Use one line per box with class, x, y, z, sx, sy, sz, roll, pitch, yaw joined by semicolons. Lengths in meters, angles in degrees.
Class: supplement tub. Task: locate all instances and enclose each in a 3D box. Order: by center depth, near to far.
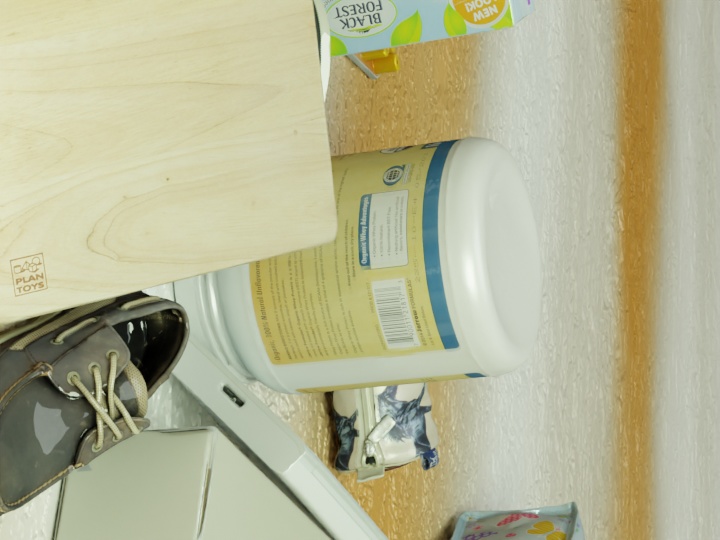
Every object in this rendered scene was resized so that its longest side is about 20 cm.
supplement tub;0.000;0.000;1.249;0.145;0.199;0.146;-6;90;-69

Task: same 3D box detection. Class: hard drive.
hard drive;-0.040;0.124;1.236;0.026;0.132;0.200;-45;142;-7

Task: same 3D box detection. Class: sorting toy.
sorting toy;-0.123;-0.096;1.030;0.199;0.069;0.200;-14;106;-28

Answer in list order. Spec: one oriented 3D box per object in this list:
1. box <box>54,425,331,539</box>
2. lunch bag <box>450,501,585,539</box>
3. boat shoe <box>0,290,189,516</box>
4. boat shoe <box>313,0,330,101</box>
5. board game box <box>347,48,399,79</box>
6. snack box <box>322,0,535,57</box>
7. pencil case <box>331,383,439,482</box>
box;-0.083;0.164;1.135;0.200;0.094;0.078;50;40;-53
lunch bag;0.119;0.291;1.582;0.200;0.126;0.171;-56;138;-73
boat shoe;-0.145;0.057;1.031;0.200;0.073;0.075;-59;138;-58
boat shoe;-0.062;-0.159;1.122;0.067;0.071;0.202;4;80;-50
board game box;-0.015;-0.272;1.534;0.200;0.026;0.202;36;51;-63
snack box;-0.001;-0.228;1.317;0.068;0.199;0.170;-42;123;-64
pencil case;0.004;0.043;1.416;0.089;0.077;0.202;-89;170;-81
